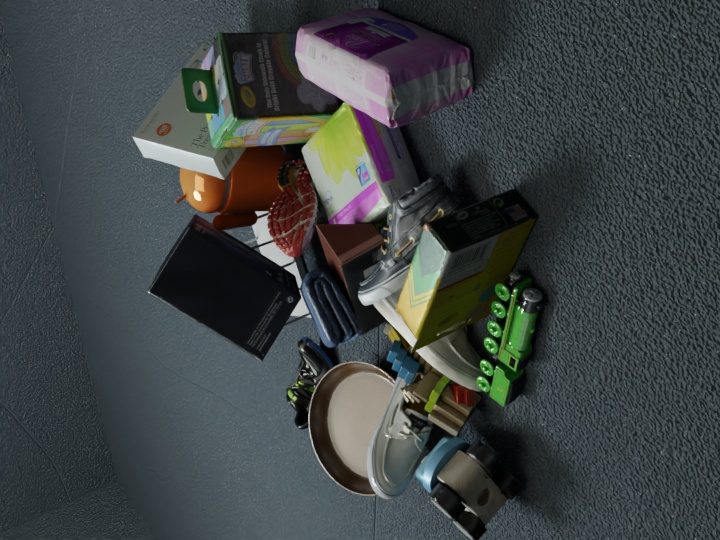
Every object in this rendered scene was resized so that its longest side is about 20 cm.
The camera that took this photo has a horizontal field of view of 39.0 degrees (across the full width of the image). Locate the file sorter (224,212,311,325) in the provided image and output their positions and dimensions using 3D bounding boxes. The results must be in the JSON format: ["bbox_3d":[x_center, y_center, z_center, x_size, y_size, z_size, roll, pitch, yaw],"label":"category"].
[{"bbox_3d":[-0.180,0.002,1.746,0.139,0.124,0.201,0,109,61],"label":"file sorter"}]

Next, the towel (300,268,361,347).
[{"bbox_3d":[-0.046,0.054,1.450,0.112,0.048,0.200,64,174,2],"label":"towel"}]

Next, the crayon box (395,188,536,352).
[{"bbox_3d":[0.115,0.004,1.183,0.051,0.127,0.200,53,150,27],"label":"crayon box"}]

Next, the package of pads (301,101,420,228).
[{"bbox_3d":[-0.003,-0.136,1.359,0.155,0.068,0.200,69,155,6],"label":"package of pads"}]

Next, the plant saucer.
[{"bbox_3d":[0.008,0.234,1.523,0.199,0.032,0.201,4,96,36],"label":"plant saucer"}]

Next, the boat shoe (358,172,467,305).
[{"bbox_3d":[0.053,-0.039,1.259,0.200,0.071,0.091,-36,95,33],"label":"boat shoe"}]

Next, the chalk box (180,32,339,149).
[{"bbox_3d":[-0.147,-0.244,1.385,0.124,0.199,0.125,149,112,-65],"label":"chalk box"}]

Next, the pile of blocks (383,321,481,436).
[{"bbox_3d":[0.088,0.127,1.380,0.200,0.082,0.062,52,145,29],"label":"pile of blocks"}]

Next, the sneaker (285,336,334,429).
[{"bbox_3d":[-0.089,0.203,1.771,0.071,0.082,0.200,42,143,41],"label":"sneaker"}]

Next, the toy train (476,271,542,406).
[{"bbox_3d":[0.180,0.085,1.223,0.056,0.042,0.201,37,142,30],"label":"toy train"}]

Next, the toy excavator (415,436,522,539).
[{"bbox_3d":[0.124,0.282,1.399,0.200,0.100,0.195,31,164,49],"label":"toy excavator"}]

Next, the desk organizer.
[{"bbox_3d":[0.000,0.000,1.397,0.077,0.071,0.200,56,170,30],"label":"desk organizer"}]

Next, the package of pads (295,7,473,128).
[{"bbox_3d":[0.024,-0.239,1.178,0.200,0.120,0.076,37,141,45],"label":"package of pads"}]

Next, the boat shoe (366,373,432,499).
[{"bbox_3d":[0.067,0.216,1.403,0.071,0.201,0.070,29,150,-12],"label":"boat shoe"}]

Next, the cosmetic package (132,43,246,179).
[{"bbox_3d":[-0.217,-0.238,1.496,0.150,0.201,0.052,15,151,27],"label":"cosmetic package"}]

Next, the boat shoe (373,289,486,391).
[{"bbox_3d":[0.102,0.071,1.330,0.200,0.072,0.069,46,113,20],"label":"boat shoe"}]

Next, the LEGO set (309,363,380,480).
[{"bbox_3d":[0.021,0.243,1.607,0.200,0.116,0.154,52,120,22],"label":"LEGO set"}]

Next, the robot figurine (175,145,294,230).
[{"bbox_3d":[-0.188,-0.147,1.555,0.144,0.199,0.117,-58,46,47],"label":"robot figurine"}]

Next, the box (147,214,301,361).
[{"bbox_3d":[-0.206,0.020,1.565,0.198,0.124,0.200,31,-176,-11],"label":"box"}]

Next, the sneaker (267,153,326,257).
[{"bbox_3d":[-0.078,-0.087,1.474,0.082,0.077,0.201,58,-154,-34],"label":"sneaker"}]
